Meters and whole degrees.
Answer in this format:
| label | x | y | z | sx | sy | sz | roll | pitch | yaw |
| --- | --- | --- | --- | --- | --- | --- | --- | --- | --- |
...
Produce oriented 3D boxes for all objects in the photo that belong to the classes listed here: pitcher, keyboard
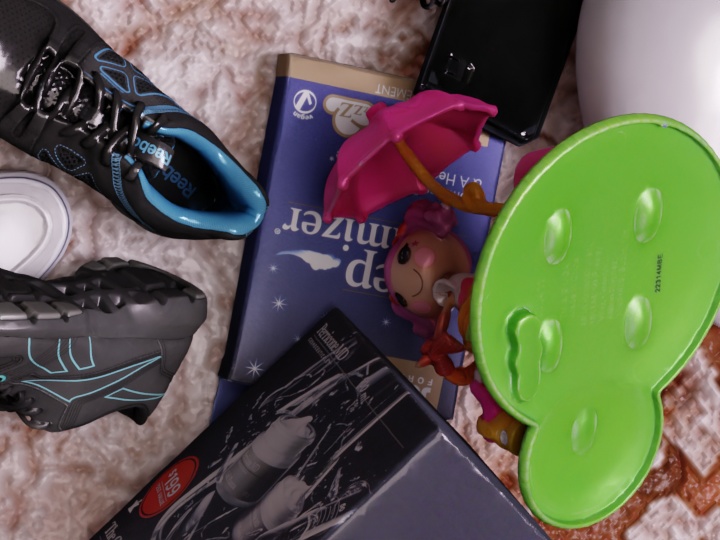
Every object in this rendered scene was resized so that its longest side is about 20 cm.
| label | x | y | z | sx | sy | sz | roll | pitch | yaw |
| --- | --- | --- | --- | --- | --- | --- | --- | --- | --- |
| pitcher | 0.176 | -0.075 | 1.305 | 0.172 | 0.121 | 0.200 | 20 | 76 | -58 |
| keyboard | 0.072 | -0.171 | 1.305 | 0.104 | 0.040 | 0.200 | 27 | 75 | -27 |

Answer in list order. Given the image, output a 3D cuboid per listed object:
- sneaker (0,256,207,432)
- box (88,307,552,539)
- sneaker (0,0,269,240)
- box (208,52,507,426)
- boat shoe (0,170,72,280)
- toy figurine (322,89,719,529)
| label | x | y | z | sx | sy | sz | roll | pitch | yaw |
| --- | --- | --- | --- | --- | --- | --- | --- | --- | --- |
| sneaker | -0.152 | 0.040 | 1.207 | 0.200 | 0.075 | 0.079 | 2 | 112 | -48 |
| box | -0.022 | 0.136 | 1.196 | 0.182 | 0.200 | 0.104 | -43 | 111 | -1 |
| sneaker | -0.124 | -0.077 | 1.209 | 0.200 | 0.082 | 0.073 | 31 | 84 | -33 |
| box | 0.000 | 0.000 | 1.299 | 0.121 | 0.032 | 0.200 | 10 | 92 | -16 |
| boat shoe | -0.224 | 0.014 | 1.221 | 0.200 | 0.065 | 0.074 | -31 | 100 | -11 |
| toy figurine | 0.059 | -0.004 | 1.212 | 0.150 | 0.184 | 0.200 | -14 | 118 | -32 |
